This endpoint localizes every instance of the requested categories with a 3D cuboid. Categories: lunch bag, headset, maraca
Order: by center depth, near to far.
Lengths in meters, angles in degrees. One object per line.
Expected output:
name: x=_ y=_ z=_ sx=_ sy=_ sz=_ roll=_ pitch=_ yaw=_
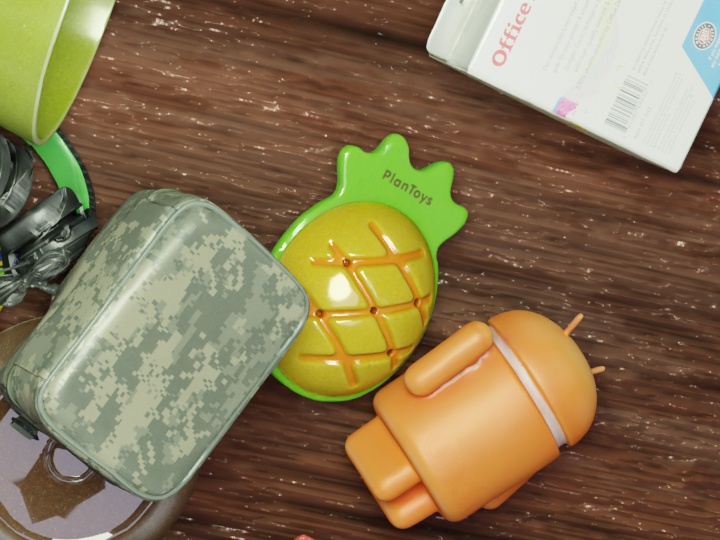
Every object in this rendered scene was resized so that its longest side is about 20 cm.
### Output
headset: x=-0.224 y=-0.049 z=1.541 sx=0.094 sy=0.200 sz=0.124 roll=-31 pitch=123 yaw=25
lunch bag: x=-0.153 y=0.042 z=1.562 sx=0.139 sy=0.168 sz=0.200 roll=42 pitch=77 yaw=-27
maraca: x=0.000 y=0.000 z=1.643 sx=0.137 sy=0.107 sz=0.200 roll=28 pitch=89 yaw=-29

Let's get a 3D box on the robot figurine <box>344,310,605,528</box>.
robot figurine: x=0.090 y=0.107 z=1.677 sx=0.200 sy=0.117 sz=0.144 roll=-33 pitch=98 yaw=-3

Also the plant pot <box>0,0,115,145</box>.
plant pot: x=-0.274 y=-0.205 z=1.511 sx=0.200 sy=0.187 sz=0.187 roll=20 pitch=96 yaw=0

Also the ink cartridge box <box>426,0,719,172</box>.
ink cartridge box: x=0.152 y=-0.175 z=1.630 sx=0.200 sy=0.125 sz=0.129 roll=25 pitch=94 yaw=-14

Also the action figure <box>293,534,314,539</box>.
action figure: x=-0.007 y=0.292 z=1.711 sx=0.099 sy=0.065 sz=0.200 roll=-41 pitch=105 yaw=-19

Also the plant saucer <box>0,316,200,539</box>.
plant saucer: x=-0.212 y=0.133 z=1.661 sx=0.200 sy=0.037 sz=0.201 roll=-2 pitch=101 yaw=-12

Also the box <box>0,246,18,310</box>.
box: x=-0.319 y=0.054 z=1.598 sx=0.070 sy=0.064 sz=0.200 roll=26 pitch=95 yaw=-52
